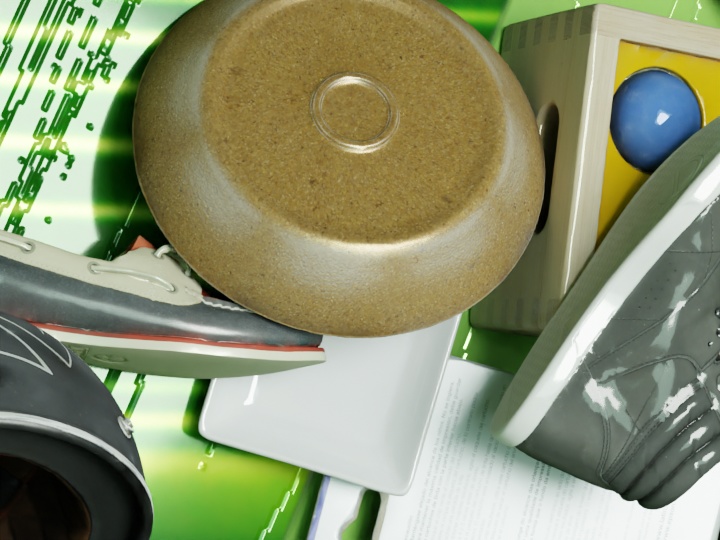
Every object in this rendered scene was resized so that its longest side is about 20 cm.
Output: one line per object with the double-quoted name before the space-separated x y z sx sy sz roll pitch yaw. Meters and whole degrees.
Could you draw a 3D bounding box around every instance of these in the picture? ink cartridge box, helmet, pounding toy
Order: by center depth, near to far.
"helmet" -0.191 0.105 0.952 0.200 0.200 0.191 31 63 -19
"ink cartridge box" 0.069 0.151 1.135 0.199 0.043 0.197 16 83 -2
"pounding toy" 0.171 -0.015 1.137 0.183 0.142 0.201 9 86 -22

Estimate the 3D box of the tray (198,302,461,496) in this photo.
"tray" 0.000 0.000 1.116 0.107 0.022 0.201 17 82 2

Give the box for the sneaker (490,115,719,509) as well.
"sneaker" 0.154 0.020 1.049 0.099 0.071 0.200 35 91 -8

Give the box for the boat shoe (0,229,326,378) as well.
"boat shoe" -0.110 0.014 1.054 0.199 0.071 0.063 6 75 -14

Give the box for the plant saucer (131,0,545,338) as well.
"plant saucer" -0.006 -0.066 1.073 0.199 0.035 0.201 5 62 -10
